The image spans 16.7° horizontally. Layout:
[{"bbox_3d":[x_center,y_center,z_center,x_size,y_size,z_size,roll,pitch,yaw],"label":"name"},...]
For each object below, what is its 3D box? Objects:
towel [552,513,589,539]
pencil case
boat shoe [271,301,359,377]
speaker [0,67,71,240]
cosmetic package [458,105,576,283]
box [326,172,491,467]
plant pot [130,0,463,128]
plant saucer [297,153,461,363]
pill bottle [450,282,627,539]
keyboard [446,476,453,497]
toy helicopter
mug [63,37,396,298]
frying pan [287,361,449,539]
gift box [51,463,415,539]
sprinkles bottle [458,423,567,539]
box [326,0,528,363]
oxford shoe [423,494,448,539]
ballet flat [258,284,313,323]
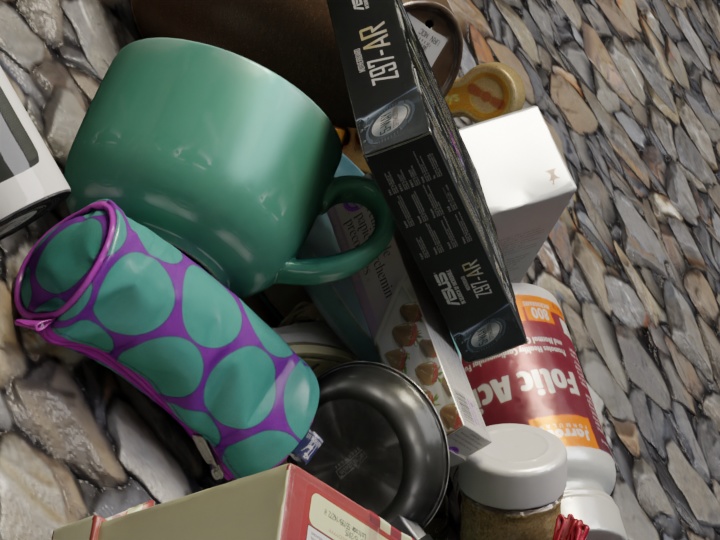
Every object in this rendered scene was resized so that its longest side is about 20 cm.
[{"bbox_3d":[0.130,0.252,1.556,0.200,0.022,0.145,69,32,-62],"label":"towel"},{"bbox_3d":[-0.110,0.045,1.438,0.200,0.085,0.093,42,66,-35],"label":"pencil case"},{"bbox_3d":[-0.031,0.060,1.619,0.068,0.075,0.200,56,17,23],"label":"boat shoe"},{"bbox_3d":[-0.243,-0.110,1.359,0.200,0.081,0.081,61,22,2],"label":"speaker"},{"bbox_3d":[0.075,-0.033,1.774,0.200,0.101,0.071,116,-46,-64],"label":"cosmetic package"},{"bbox_3d":[0.028,0.031,1.550,0.041,0.039,0.200,35,29,-54],"label":"box"},{"bbox_3d":[-0.026,-0.178,1.663,0.200,0.187,0.187,38,2,44],"label":"plant pot"},{"bbox_3d":[0.000,0.000,1.630,0.200,0.027,0.200,50,19,-24],"label":"plant saucer"},{"bbox_3d":[0.114,0.119,1.735,0.114,0.114,0.200,30,36,-51],"label":"pill bottle"},{"bbox_3d":[0.031,0.126,1.726,0.127,0.021,0.200,53,24,-16],"label":"keyboard"},{"bbox_3d":[0.023,-0.132,1.787,0.079,0.200,0.133,-8,95,-66],"label":"toy helicopter"},{"bbox_3d":[-0.088,-0.048,1.477,0.115,0.185,0.152,-66,148,-23],"label":"mug"},{"bbox_3d":[0.009,0.149,1.488,0.031,0.115,0.190,-7,82,-59],"label":"frying pan"},{"bbox_3d":[-0.055,0.206,1.211,0.185,0.187,0.200,41,44,-35],"label":"gift box"},{"bbox_3d":[0.094,0.200,1.569,0.068,0.068,0.200,-65,158,-64],"label":"sprinkles bottle"},{"bbox_3d":[0.042,-0.064,1.532,0.200,0.043,0.160,63,10,-45],"label":"box"},{"bbox_3d":[0.033,0.176,1.582,0.200,0.084,0.073,41,26,-41],"label":"oxford shoe"},{"bbox_3d":[-0.069,-0.048,1.671,0.200,0.069,0.069,56,22,-10],"label":"ballet flat"}]
